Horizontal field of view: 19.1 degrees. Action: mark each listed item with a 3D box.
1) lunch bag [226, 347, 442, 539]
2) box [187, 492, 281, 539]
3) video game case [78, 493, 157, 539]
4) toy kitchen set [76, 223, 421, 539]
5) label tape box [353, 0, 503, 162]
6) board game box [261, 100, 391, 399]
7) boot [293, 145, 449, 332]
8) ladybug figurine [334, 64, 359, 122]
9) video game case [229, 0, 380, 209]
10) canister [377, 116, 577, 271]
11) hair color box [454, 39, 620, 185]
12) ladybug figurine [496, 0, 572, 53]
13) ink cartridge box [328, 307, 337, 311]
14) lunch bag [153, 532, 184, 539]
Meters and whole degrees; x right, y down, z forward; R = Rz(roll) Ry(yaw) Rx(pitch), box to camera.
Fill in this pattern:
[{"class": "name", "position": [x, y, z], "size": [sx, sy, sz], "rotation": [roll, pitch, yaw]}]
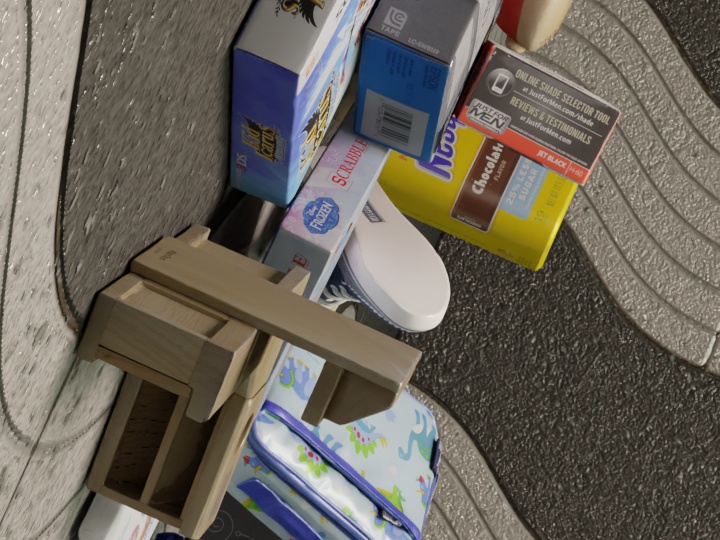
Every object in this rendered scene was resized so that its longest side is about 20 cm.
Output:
[{"class": "lunch bag", "position": [-0.028, 0.136, 1.636], "size": [0.082, 0.200, 0.161], "rotation": [-25, -148, 36]}, {"class": "box", "position": [-0.100, 0.271, 1.978], "size": [0.106, 0.122, 0.200], "rotation": [92, 22, -76]}, {"class": "video game case", "position": [-0.140, 0.127, 1.462], "size": [0.182, 0.024, 0.200], "rotation": [103, 11, -64]}, {"class": "toy kitchen set", "position": [-0.075, 0.097, 1.227], "size": [0.200, 0.163, 0.181], "rotation": [-47, 160, -74]}, {"class": "label tape box", "position": [0.063, -0.193, 1.426], "size": [0.144, 0.063, 0.200], "rotation": [99, 15, -67]}, {"class": "board game box", "position": [-0.047, 0.007, 1.470], "size": [0.200, 0.041, 0.200], "rotation": [-63, 179, 32]}, {"class": "boot", "position": [0.000, 0.000, 1.613], "size": [0.200, 0.073, 0.090], "rotation": [60, -42, 43]}, {"class": "ladybug figurine", "position": [0.031, -0.166, 1.583], "size": [0.200, 0.072, 0.136], "rotation": [-55, 167, -67]}, {"class": "video game case", "position": [-0.023, -0.156, 1.311], "size": [0.200, 0.045, 0.181], "rotation": [101, 15, -69]}, {"class": "canister", "position": [0.089, -0.100, 1.838], "size": [0.087, 0.200, 0.149], "rotation": [106, 9, -59]}, {"class": "hair color box", "position": [0.121, -0.118, 1.538], "size": [0.061, 0.101, 0.200], "rotation": [-62, -178, 7]}, {"class": "ladybug figurine", "position": [0.154, -0.271, 1.714], "size": [0.136, 0.072, 0.200], "rotation": [68, 46, -85]}, {"class": "ink cartridge box", "position": [-0.053, 0.046, 1.898], "size": [0.146, 0.048, 0.200], "rotation": [-60, 169, -58]}, {"class": "lunch bag", "position": [-0.173, 0.315, 1.694], "size": [0.200, 0.094, 0.151], "rotation": [-75, 180, -50]}]
